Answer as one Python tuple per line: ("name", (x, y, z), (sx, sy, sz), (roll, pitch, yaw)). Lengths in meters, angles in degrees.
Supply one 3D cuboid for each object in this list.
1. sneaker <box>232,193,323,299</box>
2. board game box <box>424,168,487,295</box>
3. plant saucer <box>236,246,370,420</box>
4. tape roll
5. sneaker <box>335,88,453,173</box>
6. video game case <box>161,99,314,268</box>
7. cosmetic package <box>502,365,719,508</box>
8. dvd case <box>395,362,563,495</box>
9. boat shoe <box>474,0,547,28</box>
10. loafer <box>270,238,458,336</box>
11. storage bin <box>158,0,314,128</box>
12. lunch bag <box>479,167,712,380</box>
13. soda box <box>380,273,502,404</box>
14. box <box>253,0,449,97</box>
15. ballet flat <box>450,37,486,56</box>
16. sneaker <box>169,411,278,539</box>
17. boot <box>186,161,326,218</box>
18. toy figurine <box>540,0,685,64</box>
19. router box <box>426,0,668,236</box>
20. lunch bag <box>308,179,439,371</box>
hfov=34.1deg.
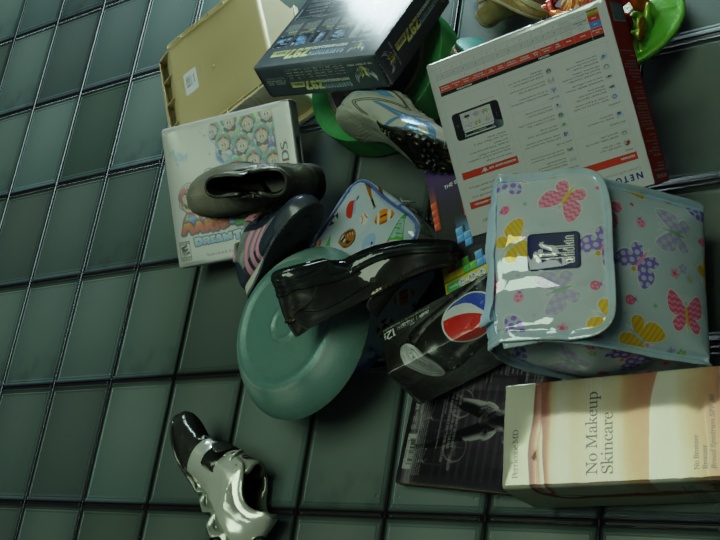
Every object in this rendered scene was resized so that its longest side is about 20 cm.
("sneaker", (-0.108, -0.045, 1.382), (0.083, 0.070, 0.200), (61, 143, 19))
("board game box", (0.172, -0.072, 1.242), (0.199, 0.057, 0.167), (-27, 54, 27))
("plant saucer", (-0.075, 0.063, 1.299), (0.199, 0.036, 0.202), (-19, 60, 37))
("tape roll", (0.030, -0.241, 1.452), (0.199, 0.048, 0.202), (-19, 58, 32))
("sneaker", (0.050, -0.166, 1.316), (0.073, 0.072, 0.199), (-48, 45, -12))
("video game case", (-0.158, -0.107, 1.489), (0.198, 0.024, 0.184), (-9, 88, 27))
("cosmetic package", (0.233, 0.151, 1.041), (0.198, 0.087, 0.104), (-11, 63, 30))
("dvd case", (0.132, 0.151, 1.189), (0.199, 0.016, 0.150), (-3, 65, 40))
("boat shoe", (0.164, -0.315, 1.359), (0.077, 0.071, 0.200), (-62, 22, 19))
("loafer", (0.009, 0.013, 1.225), (0.198, 0.073, 0.073), (-13, 94, 2))
("storage bin", (-0.171, -0.257, 1.599), (0.198, 0.093, 0.201), (-33, 51, 24))
("lunch bag", (0.208, 0.009, 1.058), (0.127, 0.198, 0.171), (130, 150, -61))
("soda box", (0.122, 0.056, 1.189), (0.199, 0.071, 0.064), (-30, 41, 18))
("box", (-0.012, -0.281, 1.406), (0.199, 0.051, 0.158), (1, 47, 41))
("ballet flat", (0.157, -0.202, 1.303), (0.071, 0.070, 0.200), (-51, 34, 7))
("sneaker", (-0.150, 0.230, 1.350), (0.088, 0.074, 0.201), (-43, 57, 15))
("boot", (-0.150, -0.103, 1.400), (0.198, 0.130, 0.069), (-6, 90, 26))
("toy figurine", (0.222, -0.295, 1.186), (0.149, 0.185, 0.201), (-1, 49, 39))
("router box", (0.178, -0.145, 1.145), (0.199, 0.049, 0.181), (-15, 90, 32))
("lunch bag", (0.000, 0.000, 1.338), (0.201, 0.075, 0.160), (-55, 43, 5))
